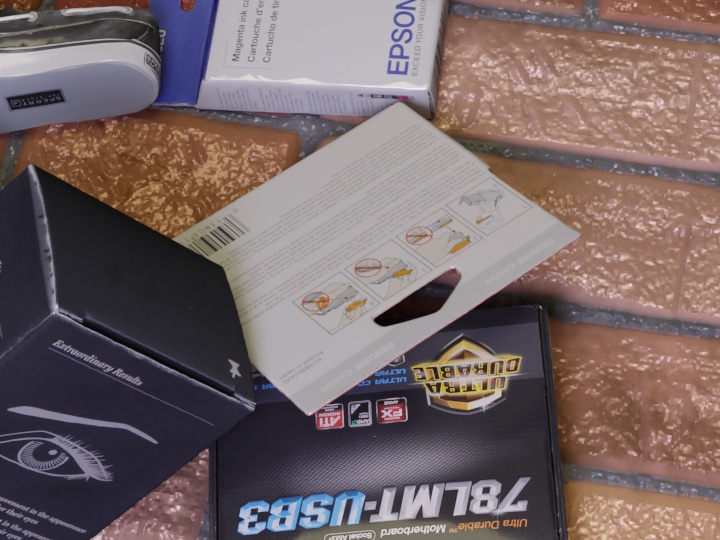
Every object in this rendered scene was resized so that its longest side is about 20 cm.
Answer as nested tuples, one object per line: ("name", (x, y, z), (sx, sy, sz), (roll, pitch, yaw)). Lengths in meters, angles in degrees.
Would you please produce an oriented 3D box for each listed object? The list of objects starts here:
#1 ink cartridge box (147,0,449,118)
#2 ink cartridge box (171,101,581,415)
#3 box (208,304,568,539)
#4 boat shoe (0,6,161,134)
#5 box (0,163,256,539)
("ink cartridge box", (-0.040, -0.193, 1.385), (0.198, 0.043, 0.198), (3, 63, 7))
("ink cartridge box", (0.000, 0.000, 1.233), (0.199, 0.044, 0.173), (-32, 47, -21))
("box", (0.015, 0.125, 1.206), (0.198, 0.050, 0.200), (-5, 61, 5))
("boat shoe", (-0.223, -0.134, 1.358), (0.197, 0.074, 0.069), (-8, 54, 7))
("box", (-0.178, 0.063, 1.152), (0.200, 0.148, 0.105), (-38, 46, 23))
